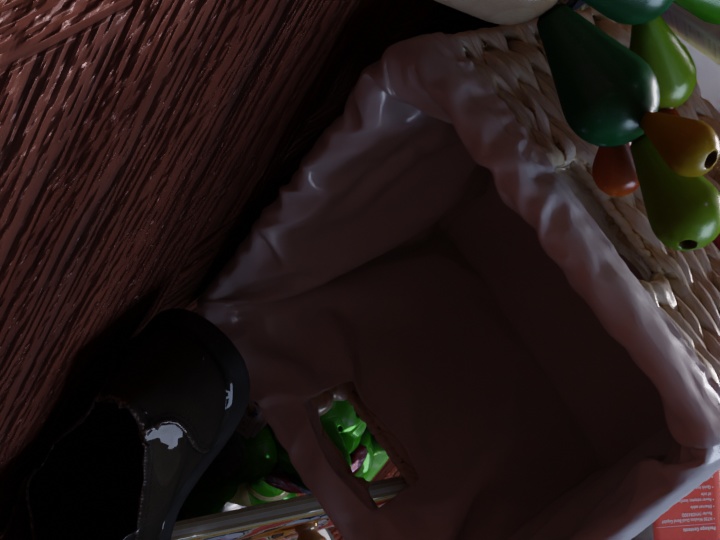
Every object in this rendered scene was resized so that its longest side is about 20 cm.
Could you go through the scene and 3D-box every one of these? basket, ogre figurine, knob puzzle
[{"bbox_3d":[0.073,0.018,0.703,0.161,0.199,0.200,-25,163,-43],"label":"basket"},{"bbox_3d":[-0.030,0.110,1.065,0.199,0.099,0.120,-3,154,-9],"label":"ogre figurine"},{"bbox_3d":[-0.082,0.167,0.972,0.219,0.031,0.220,-15,168,-3],"label":"knob puzzle"}]

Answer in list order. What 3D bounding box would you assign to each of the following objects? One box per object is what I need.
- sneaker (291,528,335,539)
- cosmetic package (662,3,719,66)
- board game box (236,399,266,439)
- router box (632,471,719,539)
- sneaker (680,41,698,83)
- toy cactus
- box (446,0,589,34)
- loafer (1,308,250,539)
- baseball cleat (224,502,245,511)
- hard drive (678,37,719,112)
[{"bbox_3d":[-0.068,0.214,1.045,0.202,0.067,0.108,-70,149,-42],"label":"sneaker"},{"bbox_3d":[0.238,-0.118,0.780,0.113,0.200,0.081,-52,170,7],"label":"cosmetic package"},{"bbox_3d":[0.000,0.000,0.963,0.200,0.035,0.126,-45,172,-32],"label":"board game box"},{"bbox_3d":[0.103,0.073,0.891,0.049,0.181,0.200,2,174,-33],"label":"router box"},{"bbox_3d":[0.123,-0.069,0.843,0.078,0.091,0.200,-4,177,-20],"label":"sneaker"},{"bbox_3d":[0.085,-0.103,0.578,0.164,0.201,0.102,2,174,-34],"label":"toy cactus"},{"bbox_3d":[0.116,-0.153,0.839,0.199,0.050,0.200,-46,172,-15],"label":"box"},{"bbox_3d":[-0.118,0.101,0.689,0.071,0.073,0.201,-28,150,-56],"label":"loafer"},{"bbox_3d":[-0.116,0.224,1.104,0.200,0.106,0.070,-43,177,-37],"label":"baseball cleat"},{"bbox_3d":[0.240,-0.149,1.010,0.132,0.199,0.026,-55,-167,36],"label":"hard drive"}]
